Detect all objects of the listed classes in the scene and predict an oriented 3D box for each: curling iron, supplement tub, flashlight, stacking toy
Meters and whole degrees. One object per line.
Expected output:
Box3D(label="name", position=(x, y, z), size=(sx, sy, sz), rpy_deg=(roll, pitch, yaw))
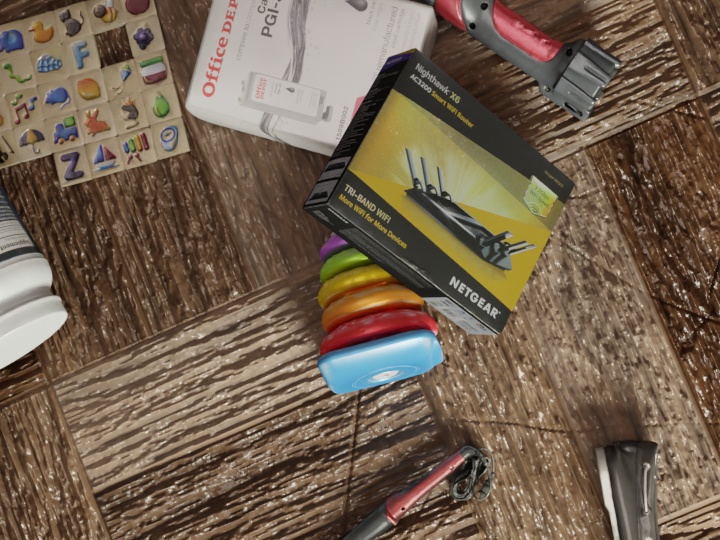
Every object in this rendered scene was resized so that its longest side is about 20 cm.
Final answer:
Box3D(label="curling iron", position=(0.038, 0.224, 1.174), size=(0.199, 0.026, 0.050), rpy_deg=(-32, 81, 6))
Box3D(label="supplement tub", position=(-0.371, -0.012, 1.180), size=(0.140, 0.140, 0.201), rpy_deg=(-33, 84, 5))
Box3D(label="flashlight", position=(0.139, -0.222, 1.158), size=(0.199, 0.068, 0.068), rpy_deg=(34, 74, 7))
Box3D(label="stacking toy", position=(0.000, 0.000, 1.162), size=(0.109, 0.116, 0.202), rpy_deg=(-14, 72, 1))

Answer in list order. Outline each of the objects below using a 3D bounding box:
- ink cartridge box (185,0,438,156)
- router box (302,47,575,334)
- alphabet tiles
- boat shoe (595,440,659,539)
Box3D(label="ink cartridge box", position=(-0.043, -0.185, 1.171), size=(0.198, 0.083, 0.148), rpy_deg=(15, 91, 7))
Box3D(label="router box", position=(0.071, -0.064, 1.101), size=(0.199, 0.052, 0.158), rpy_deg=(35, 72, -23))
Box3D(label="alphabet tiles", position=(-0.275, -0.169, 1.240), size=(0.198, 0.008, 0.169), rpy_deg=(-15, 86, 7))
Box3D(label="boat shoe", position=(0.250, 0.247, 1.125), size=(0.056, 0.067, 0.202), rpy_deg=(-12, 83, 11))
